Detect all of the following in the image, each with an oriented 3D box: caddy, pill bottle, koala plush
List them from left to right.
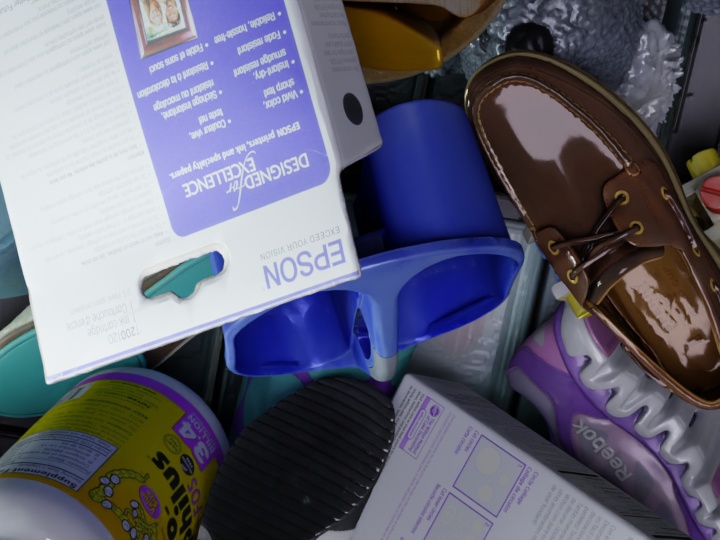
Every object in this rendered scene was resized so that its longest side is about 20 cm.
[{"bbox_3d":[-0.144,0.132,1.091,0.104,0.200,0.104,8,115,17],"label":"pill bottle"},{"bbox_3d":[0.000,0.000,1.035,0.141,0.200,0.105,-14,77,-5],"label":"caddy"},{"bbox_3d":[0.105,-0.155,1.085,0.177,0.184,0.200,17,129,5],"label":"koala plush"}]

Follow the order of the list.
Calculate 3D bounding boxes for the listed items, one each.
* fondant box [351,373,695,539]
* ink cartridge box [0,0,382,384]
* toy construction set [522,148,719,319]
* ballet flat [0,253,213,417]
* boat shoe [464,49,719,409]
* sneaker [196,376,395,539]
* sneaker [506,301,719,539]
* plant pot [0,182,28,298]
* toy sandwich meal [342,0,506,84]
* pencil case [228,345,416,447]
[{"bbox_3d":[0.074,0.163,1.119,0.200,0.058,0.144,34,101,34],"label":"fondant box"},{"bbox_3d":[-0.085,-0.069,0.960,0.198,0.043,0.200,-18,83,39],"label":"ink cartridge box"},{"bbox_3d":[0.188,-0.036,1.121,0.200,0.131,0.092,-15,74,15],"label":"toy construction set"},{"bbox_3d":[-0.119,0.018,1.178,0.200,0.062,0.067,-25,122,18],"label":"ballet flat"},{"bbox_3d":[0.121,-0.018,1.038,0.072,0.068,0.200,-34,103,19],"label":"boat shoe"},{"bbox_3d":[-0.046,0.146,1.126,0.074,0.089,0.200,30,77,19],"label":"sneaker"},{"bbox_3d":[0.152,0.096,1.201,0.088,0.080,0.200,-30,102,36],"label":"sneaker"},{"bbox_3d":[-0.193,-0.068,1.107,0.200,0.135,0.200,0,109,-1],"label":"plant pot"},{"bbox_3d":[-0.011,-0.164,0.955,0.205,0.070,0.205,10,113,23],"label":"toy sandwich meal"},{"bbox_3d":[-0.029,0.102,1.196,0.092,0.085,0.200,4,113,-32],"label":"pencil case"}]
